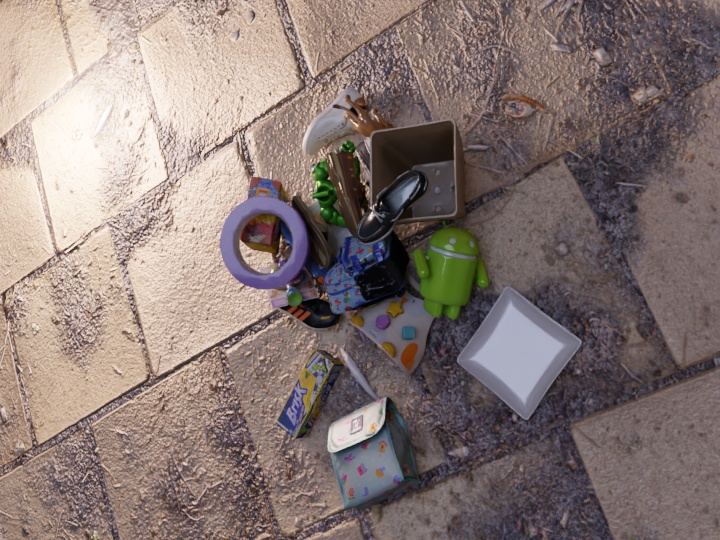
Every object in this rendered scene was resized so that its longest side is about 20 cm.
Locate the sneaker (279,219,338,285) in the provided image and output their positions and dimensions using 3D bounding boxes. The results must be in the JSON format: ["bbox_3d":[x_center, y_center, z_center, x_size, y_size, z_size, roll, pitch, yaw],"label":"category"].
[{"bbox_3d":[-0.124,-0.059,1.697,0.078,0.075,0.201,-38,76,-4],"label":"sneaker"}]

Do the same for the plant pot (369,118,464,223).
[{"bbox_3d":[0.143,-0.196,1.561,0.195,0.176,0.206,-4,81,24],"label":"plant pot"}]

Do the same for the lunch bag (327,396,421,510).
[{"bbox_3d":[0.022,0.400,1.561,0.168,0.121,0.204,-29,62,21],"label":"lunch bag"}]

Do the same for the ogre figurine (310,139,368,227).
[{"bbox_3d":[-0.050,-0.190,1.648,0.116,0.099,0.205,-9,116,10],"label":"ogre figurine"}]

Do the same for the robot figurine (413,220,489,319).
[{"bbox_3d":[0.192,-0.002,1.529,0.116,0.171,0.206,-139,59,-69],"label":"robot figurine"}]

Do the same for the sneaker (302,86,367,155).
[{"bbox_3d":[-0.063,-0.355,1.746,0.201,0.072,0.085,-48,63,10],"label":"sneaker"}]

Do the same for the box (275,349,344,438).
[{"bbox_3d":[-0.120,0.293,1.677,0.069,0.064,0.204,30,95,26],"label":"box"}]

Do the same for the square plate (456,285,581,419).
[{"bbox_3d":[0.333,0.172,1.493,0.197,0.028,0.202,38,99,25],"label":"square plate"}]

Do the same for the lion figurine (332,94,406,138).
[{"bbox_3d":[0.029,-0.331,1.636,0.073,0.197,0.124,-53,57,30],"label":"lion figurine"}]

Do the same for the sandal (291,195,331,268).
[{"bbox_3d":[-0.105,-0.099,1.642,0.202,0.053,0.081,61,153,31],"label":"sandal"}]

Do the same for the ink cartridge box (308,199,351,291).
[{"bbox_3d":[-0.069,-0.077,1.731,0.160,0.050,0.203,-32,81,17],"label":"ink cartridge box"}]

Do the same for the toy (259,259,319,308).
[{"bbox_3d":[-0.175,0.014,1.674,0.112,0.048,0.201,-14,34,-11],"label":"toy"}]

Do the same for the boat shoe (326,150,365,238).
[{"bbox_3d":[-0.018,-0.173,1.565,0.066,0.072,0.205,-14,78,-14],"label":"boat shoe"}]

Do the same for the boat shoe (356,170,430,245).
[{"bbox_3d":[0.058,-0.134,1.462,0.200,0.060,0.076,-47,67,14],"label":"boat shoe"}]

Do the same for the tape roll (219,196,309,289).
[{"bbox_3d":[-0.212,-0.061,1.581,0.194,0.066,0.207,0,92,1],"label":"tape roll"}]

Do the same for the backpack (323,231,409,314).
[{"bbox_3d":[0.000,0.000,1.591,0.196,0.184,0.136,-25,113,20],"label":"backpack"}]

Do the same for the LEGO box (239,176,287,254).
[{"bbox_3d":[-0.232,-0.130,1.718,0.075,0.200,0.154,10,86,-1],"label":"LEGO box"}]

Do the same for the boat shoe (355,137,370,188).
[{"bbox_3d":[0.037,-0.225,1.678,0.067,0.071,0.204,-30,68,16],"label":"boat shoe"}]

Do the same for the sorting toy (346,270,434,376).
[{"bbox_3d":[0.085,0.097,1.604,0.199,0.107,0.181,37,79,26],"label":"sorting toy"}]

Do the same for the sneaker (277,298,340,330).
[{"bbox_3d":[-0.142,0.080,1.697,0.196,0.091,0.071,19,67,29],"label":"sneaker"}]
